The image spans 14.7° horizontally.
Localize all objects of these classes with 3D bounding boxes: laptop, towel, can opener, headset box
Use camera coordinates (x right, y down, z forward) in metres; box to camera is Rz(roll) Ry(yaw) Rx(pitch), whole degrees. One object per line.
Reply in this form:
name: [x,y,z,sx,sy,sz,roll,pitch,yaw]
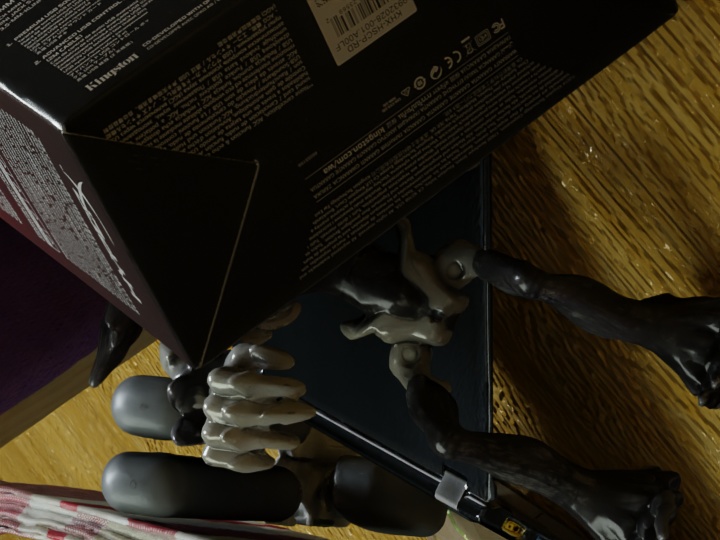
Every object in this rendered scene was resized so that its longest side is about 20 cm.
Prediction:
laptop: [0.041,0.018,0.906,0.200,0.116,0.187,31,177,-29]
towel: [-0.026,0.105,0.979,0.200,0.023,0.144,11,178,32]
can opener: [-0.027,0.066,1.011,0.066,0.053,0.200,4,175,26]
headset box: [-0.044,-0.079,0.695,0.200,0.149,0.075,32,154,51]

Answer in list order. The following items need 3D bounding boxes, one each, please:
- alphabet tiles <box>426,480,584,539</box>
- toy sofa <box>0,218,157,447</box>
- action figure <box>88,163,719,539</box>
alphabet tiles: [0.080,0.142,1.076,0.200,0.008,0.167,32,154,55]
toy sofa: [-0.092,-0.016,0.804,0.083,0.200,0.098,38,141,22]
action figure: [0.000,0.000,0.721,0.200,0.119,0.102,25,178,4]
